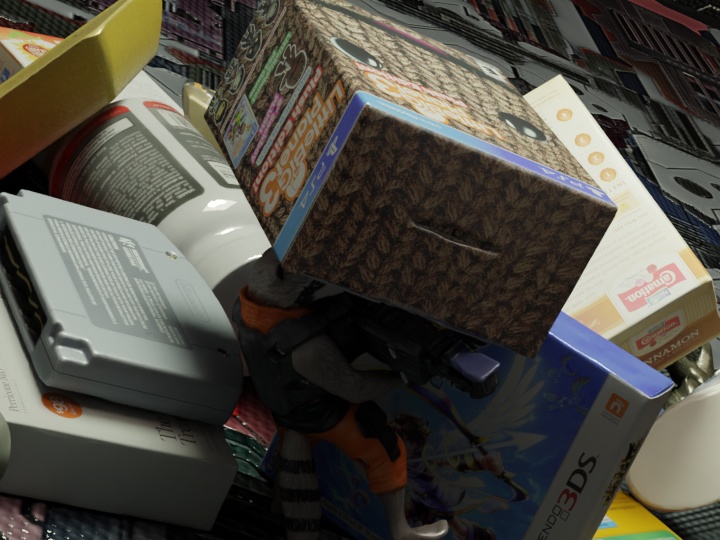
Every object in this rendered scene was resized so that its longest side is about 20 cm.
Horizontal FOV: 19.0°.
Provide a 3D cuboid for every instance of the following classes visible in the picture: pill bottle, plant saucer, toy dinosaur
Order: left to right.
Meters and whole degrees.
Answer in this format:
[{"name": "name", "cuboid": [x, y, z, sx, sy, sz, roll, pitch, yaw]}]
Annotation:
[{"name": "plant saucer", "cuboid": [-0.223, -0.116, 1.496, 0.049, 0.199, 0.200, 54, 16, -12]}, {"name": "pill bottle", "cuboid": [-0.119, -0.022, 1.443, 0.115, 0.116, 0.200, 8, 26, -41]}, {"name": "toy dinosaur", "cuboid": [0.255, 0.107, 1.668, 0.102, 0.077, 0.200, 52, 10, -3]}]

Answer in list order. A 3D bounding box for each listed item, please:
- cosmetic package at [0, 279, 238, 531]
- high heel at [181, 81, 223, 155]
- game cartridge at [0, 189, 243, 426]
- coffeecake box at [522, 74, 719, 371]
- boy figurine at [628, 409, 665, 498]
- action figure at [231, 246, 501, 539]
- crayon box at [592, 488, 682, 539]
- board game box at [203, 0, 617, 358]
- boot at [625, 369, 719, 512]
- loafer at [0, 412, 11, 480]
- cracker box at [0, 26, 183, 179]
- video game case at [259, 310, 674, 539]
[{"name": "cosmetic package", "cuboid": [-0.172, 0.065, 1.256, 0.150, 0.052, 0.200, 12, 24, -29]}, {"name": "high heel", "cuboid": [-0.061, -0.070, 1.635, 0.201, 0.071, 0.143, 56, 24, -7]}, {"name": "game cartridge", "cuboid": [-0.144, 0.021, 1.273, 0.133, 0.041, 0.200, 12, 24, -27]}, {"name": "coffeecake box", "cuboid": [0.121, -0.008, 1.423, 0.200, 0.153, 0.073, 59, -3, 35]}, {"name": "boy figurine", "cuboid": [0.156, 0.062, 1.501, 0.200, 0.064, 0.124, 51, 48, 5]}, {"name": "action figure", "cuboid": [-0.011, 0.071, 1.189, 0.104, 0.194, 0.200, -29, 27, -28]}, {"name": "crayon box", "cuboid": [0.138, 0.176, 1.356, 0.125, 0.052, 0.200, 2, 30, -49]}, {"name": "board game box", "cuboid": [0.022, -0.061, 1.180, 0.159, 0.097, 0.200, 20, 19, -26]}, {"name": "boot", "cuboid": [0.256, 0.102, 1.456, 0.073, 0.199, 0.090, 59, -13, 4]}, {"name": "loafer", "cuboid": [-0.270, 0.049, 1.132, 0.200, 0.075, 0.070, 34, 17, 22]}, {"name": "cracker box", "cuboid": [-0.201, -0.112, 1.657, 0.133, 0.058, 0.200, 8, 26, -42]}, {"name": "video game case", "cuboid": [0.057, 0.093, 1.269, 0.199, 0.182, 0.045, 32, 22, 19]}]
